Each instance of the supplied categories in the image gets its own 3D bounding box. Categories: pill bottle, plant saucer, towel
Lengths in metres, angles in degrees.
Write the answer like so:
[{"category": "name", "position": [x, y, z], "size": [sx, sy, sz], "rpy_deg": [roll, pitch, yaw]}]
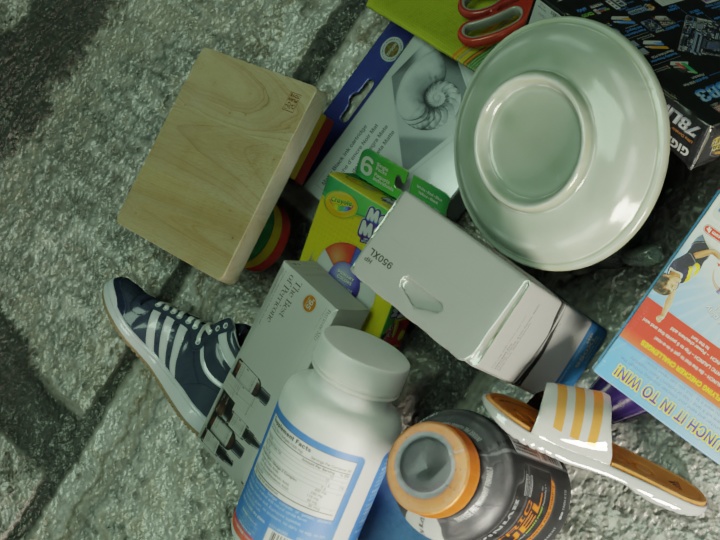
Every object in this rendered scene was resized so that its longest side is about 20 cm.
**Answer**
[{"category": "pill bottle", "position": [-0.030, 0.156, 1.219], "size": [0.112, 0.112, 0.202], "rpy_deg": [32, 107, 31]}, {"category": "plant saucer", "position": [0.144, -0.101, 1.111], "size": [0.198, 0.050, 0.203], "rpy_deg": [0, 90, 40]}, {"category": "pill bottle", "position": [0.093, 0.172, 1.148], "size": [0.105, 0.200, 0.108], "rpy_deg": [-8, 73, 26]}, {"category": "towel", "position": [0.098, -0.237, 1.327], "size": [0.086, 0.018, 0.200], "rpy_deg": [-39, 52, -18]}]

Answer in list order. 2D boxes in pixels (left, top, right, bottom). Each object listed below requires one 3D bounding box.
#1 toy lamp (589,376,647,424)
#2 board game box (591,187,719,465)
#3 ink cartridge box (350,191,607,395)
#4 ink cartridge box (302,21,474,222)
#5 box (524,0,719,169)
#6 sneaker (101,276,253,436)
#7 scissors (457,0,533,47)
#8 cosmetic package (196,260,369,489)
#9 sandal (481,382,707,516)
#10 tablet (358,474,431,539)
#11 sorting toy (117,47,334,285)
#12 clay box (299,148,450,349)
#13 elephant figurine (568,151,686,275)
[{"category": "toy lamp", "position": [0.277, 0.057, 1.168], "size": [0.199, 0.058, 0.059], "rpy_deg": [-36, 63, 11]}, {"category": "board game box", "position": [0.317, 0.055, 1.100], "size": [0.199, 0.056, 0.197], "rpy_deg": [37, 100, 10]}, {"category": "ink cartridge box", "position": [0.103, 0.027, 1.183], "size": [0.144, 0.200, 0.085], "rpy_deg": [37, 95, 30]}, {"category": "ink cartridge box", "position": [0.037, -0.130, 1.353], "size": [0.200, 0.041, 0.200], "rpy_deg": [40, 96, 30]}, {"category": "box", "position": [0.269, -0.180, 1.165], "size": [0.199, 0.199, 0.050], "rpy_deg": [46, 139, 28]}, {"category": "sneaker", "position": [-0.167, 0.058, 1.391], "size": [0.109, 0.070, 0.200], "rpy_deg": [-45, 68, 15]}, {"category": "scissors", "position": [0.180, -0.257, 1.297], "size": [0.198, 0.014, 0.074], "rpy_deg": [-17, 48, 6]}, {"category": "cosmetic package", "position": [-0.074, 0.097, 1.290], "size": [0.082, 0.050, 0.202], "rpy_deg": [39, 112, 32]}, {"category": "sandal", "position": [0.195, 0.129, 1.138], "size": [0.205, 0.079, 0.060], "rpy_deg": [24, 102, -7]}, {"category": "tablet", "position": [-0.001, 0.201, 1.274], "size": [0.130, 0.014, 0.201], "rpy_deg": [-47, 65, 27]}, {"category": "sorting toy", "position": [-0.124, -0.097, 1.392], "size": [0.199, 0.069, 0.200], "rpy_deg": [26, 88, 46]}, {"category": "clay box", "position": [0.000, 0.000, 1.297], "size": [0.114, 0.047, 0.202], "rpy_deg": [31, 113, 31]}, {"category": "elephant figurine", "position": [0.212, -0.106, 1.213], "size": [0.154, 0.142, 0.201], "rpy_deg": [31, 74, 2]}]
